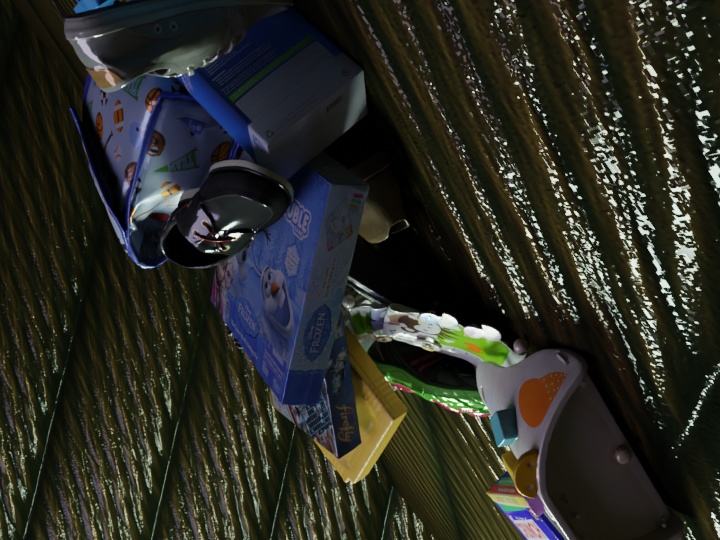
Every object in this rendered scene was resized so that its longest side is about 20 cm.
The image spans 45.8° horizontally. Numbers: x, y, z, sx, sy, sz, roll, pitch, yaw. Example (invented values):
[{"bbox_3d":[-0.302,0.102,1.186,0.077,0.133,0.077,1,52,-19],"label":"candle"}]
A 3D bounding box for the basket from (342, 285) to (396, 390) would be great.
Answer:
[{"bbox_3d":[-0.011,0.081,1.105,0.123,0.135,0.201,44,166,30],"label":"basket"}]

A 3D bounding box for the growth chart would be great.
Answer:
[{"bbox_3d":[0.072,0.066,0.849,0.195,0.018,0.145,15,161,17],"label":"growth chart"}]

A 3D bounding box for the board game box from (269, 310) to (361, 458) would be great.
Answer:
[{"bbox_3d":[-0.062,0.081,0.902,0.134,0.034,0.205,27,132,49],"label":"board game box"}]

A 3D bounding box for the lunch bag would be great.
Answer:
[{"bbox_3d":[-0.210,-0.130,0.842,0.171,0.122,0.202,57,132,36],"label":"lunch bag"}]

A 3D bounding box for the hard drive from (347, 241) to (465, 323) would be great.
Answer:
[{"bbox_3d":[0.000,0.000,0.891,0.198,0.038,0.139,32,177,-27],"label":"hard drive"}]

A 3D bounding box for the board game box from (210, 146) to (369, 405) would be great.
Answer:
[{"bbox_3d":[-0.075,-0.018,0.781,0.200,0.042,0.204,41,123,52],"label":"board game box"}]

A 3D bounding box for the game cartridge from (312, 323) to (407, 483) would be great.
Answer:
[{"bbox_3d":[-0.040,0.126,0.965,0.201,0.032,0.178,52,145,22],"label":"game cartridge"}]

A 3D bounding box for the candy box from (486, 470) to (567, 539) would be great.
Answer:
[{"bbox_3d":[0.248,0.304,0.956,0.201,0.077,0.169,50,169,6],"label":"candy box"}]

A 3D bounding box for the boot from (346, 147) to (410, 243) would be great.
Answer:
[{"bbox_3d":[-0.010,-0.059,0.816,0.077,0.073,0.199,61,164,-8],"label":"boot"}]

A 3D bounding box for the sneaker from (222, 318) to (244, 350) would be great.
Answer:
[{"bbox_3d":[-0.115,-0.011,0.973,0.065,0.090,0.206,9,108,40],"label":"sneaker"}]

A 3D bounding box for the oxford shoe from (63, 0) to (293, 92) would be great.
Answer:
[{"bbox_3d":[-0.126,-0.176,0.630,0.074,0.199,0.059,8,118,40],"label":"oxford shoe"}]

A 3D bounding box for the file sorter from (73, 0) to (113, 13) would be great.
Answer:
[{"bbox_3d":[-0.170,-0.278,0.614,0.124,0.138,0.199,58,166,-22],"label":"file sorter"}]

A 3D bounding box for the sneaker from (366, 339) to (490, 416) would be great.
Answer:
[{"bbox_3d":[0.087,0.103,0.946,0.197,0.085,0.076,18,170,36],"label":"sneaker"}]

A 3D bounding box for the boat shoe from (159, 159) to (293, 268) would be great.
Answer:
[{"bbox_3d":[-0.116,-0.042,0.725,0.073,0.064,0.200,29,158,-23],"label":"boat shoe"}]

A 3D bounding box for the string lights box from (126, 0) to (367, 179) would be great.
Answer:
[{"bbox_3d":[-0.095,-0.179,0.713,0.200,0.102,0.059,46,165,23],"label":"string lights box"}]

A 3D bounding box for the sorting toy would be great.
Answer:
[{"bbox_3d":[0.169,0.160,0.780,0.202,0.106,0.180,55,175,-21],"label":"sorting toy"}]
